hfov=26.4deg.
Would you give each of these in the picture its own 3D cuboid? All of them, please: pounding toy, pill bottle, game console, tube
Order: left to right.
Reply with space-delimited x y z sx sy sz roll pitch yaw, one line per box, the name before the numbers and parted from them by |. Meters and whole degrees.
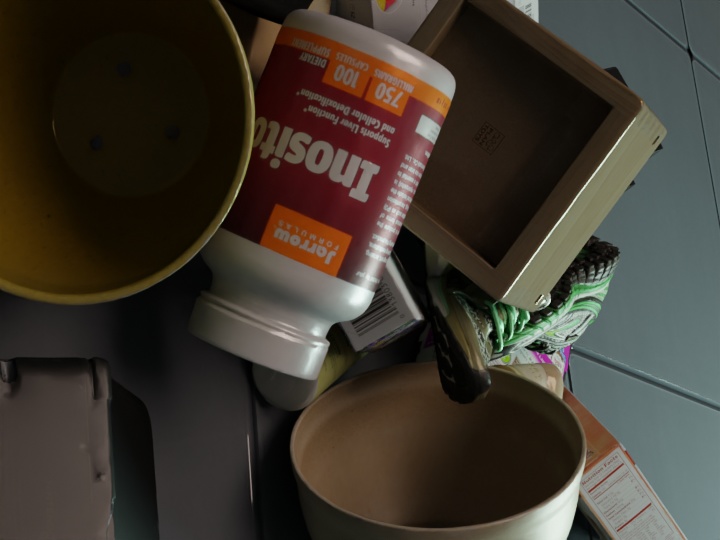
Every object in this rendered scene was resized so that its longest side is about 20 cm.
game console | -0.176 0.158 0.837 0.174 0.116 0.202 2 70 -26
pill bottle | -0.028 -0.043 0.914 0.113 0.112 0.202 21 91 -52
tube | -0.015 0.039 1.123 0.200 0.052 0.059 -40 148 -62
pounding toy | 0.092 -0.106 1.057 0.200 0.185 0.142 39 7 20

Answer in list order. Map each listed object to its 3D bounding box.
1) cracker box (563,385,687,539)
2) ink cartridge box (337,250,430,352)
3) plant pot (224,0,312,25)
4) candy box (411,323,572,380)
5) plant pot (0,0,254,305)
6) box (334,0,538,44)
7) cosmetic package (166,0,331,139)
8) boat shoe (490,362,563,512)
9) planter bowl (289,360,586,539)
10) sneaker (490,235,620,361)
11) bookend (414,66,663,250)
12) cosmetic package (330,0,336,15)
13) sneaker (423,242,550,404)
cracker box | 0.220 0.199 1.341 0.201 0.058 0.134 54 -2 -29
ink cartridge box | 0.000 0.000 1.067 0.110 0.050 0.200 61 3 5
plant pot | -0.093 -0.269 0.950 0.201 0.199 0.177 -58 141 -3
candy box | 0.108 0.085 1.278 0.137 0.061 0.201 53 35 -27
plant pot | -0.147 -0.088 0.870 0.142 0.198 0.202 -41 112 -83
box | 0.063 -0.190 1.156 0.199 0.041 0.157 -34 130 -40
cosmetic package | -0.087 -0.136 1.040 0.071 0.104 0.201 44 40 -39
boat shoe | 0.114 0.165 1.167 0.064 0.072 0.202 -4 110 -33
planter bowl | 0.054 0.171 1.053 0.200 0.198 0.136 -49 142 -54
sneaker | 0.144 0.038 1.229 0.199 0.078 0.086 -23 126 -46
bookend | 0.161 -0.094 1.231 0.198 0.200 0.093 -19 76 -49
cosmetic package | 0.032 -0.251 1.279 0.085 0.107 0.202 31 52 -51
sneaker | 0.092 0.023 1.094 0.200 0.088 0.078 -90 169 -62
